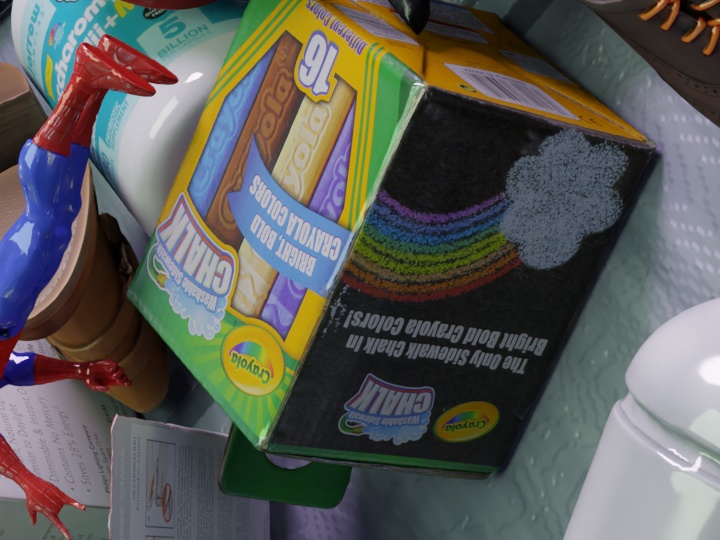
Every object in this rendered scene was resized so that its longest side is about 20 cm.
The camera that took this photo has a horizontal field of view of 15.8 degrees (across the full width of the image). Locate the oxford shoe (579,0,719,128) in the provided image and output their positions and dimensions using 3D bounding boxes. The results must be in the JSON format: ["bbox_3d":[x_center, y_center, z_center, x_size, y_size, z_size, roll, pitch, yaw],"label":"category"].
[{"bbox_3d":[0.117,-0.085,0.877,0.200,0.073,0.071,40,115,13],"label":"oxford shoe"}]

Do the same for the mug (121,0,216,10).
[{"bbox_3d":[-0.067,-0.201,1.030,0.200,0.133,0.178,-56,2,41],"label":"mug"}]

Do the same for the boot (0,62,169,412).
[{"bbox_3d":[-0.128,0.010,1.160,0.074,0.155,0.200,-22,34,4],"label":"boot"}]

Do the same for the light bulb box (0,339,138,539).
[{"bbox_3d":[-0.223,0.077,1.233,0.125,0.200,0.198,-56,43,29],"label":"light bulb box"}]

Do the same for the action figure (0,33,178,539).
[{"bbox_3d":[-0.114,0.020,1.009,0.099,0.065,0.200,33,103,3],"label":"action figure"}]

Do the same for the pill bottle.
[{"bbox_3d":[-0.089,-0.096,1.169,0.200,0.111,0.111,49,120,46],"label":"pill bottle"}]

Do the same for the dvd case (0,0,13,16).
[{"bbox_3d":[-0.178,-0.231,1.387,0.200,0.025,0.151,-36,55,42],"label":"dvd case"}]

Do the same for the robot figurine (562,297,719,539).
[{"bbox_3d":[0.125,0.093,0.848,0.170,0.113,0.200,-131,58,-67],"label":"robot figurine"}]

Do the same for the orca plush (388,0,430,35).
[{"bbox_3d":[0.097,-0.153,0.969,0.200,0.071,0.105,-43,10,1],"label":"orca plush"}]

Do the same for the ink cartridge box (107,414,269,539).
[{"bbox_3d":[-0.085,0.143,1.046,0.050,0.200,0.161,-2,83,17],"label":"ink cartridge box"}]

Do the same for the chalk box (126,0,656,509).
[{"bbox_3d":[0.000,0.000,1.022,0.124,0.125,0.200,46,117,47],"label":"chalk box"}]
